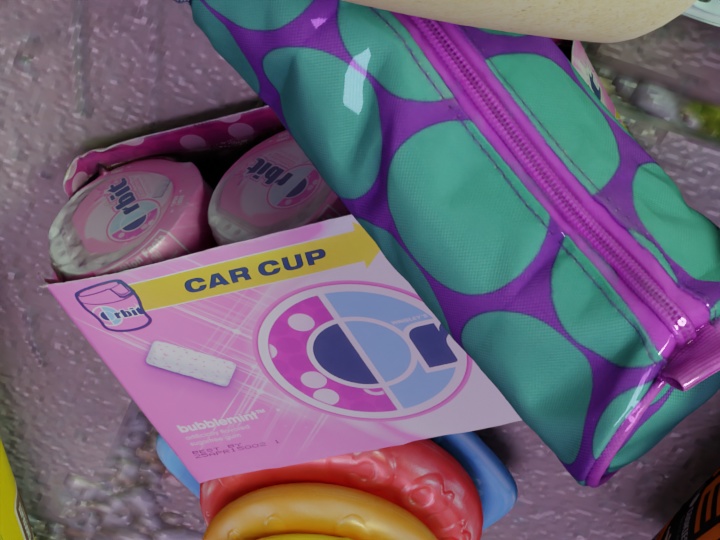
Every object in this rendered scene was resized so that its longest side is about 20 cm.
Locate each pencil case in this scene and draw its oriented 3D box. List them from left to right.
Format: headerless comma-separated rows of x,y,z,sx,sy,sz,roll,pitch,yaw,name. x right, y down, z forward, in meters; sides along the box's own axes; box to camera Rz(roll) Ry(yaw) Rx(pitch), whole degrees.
0.035,-0.036,0.870,0.200,0.085,0.092,50,165,11,pencil case

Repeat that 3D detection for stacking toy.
-0.017,0.139,1.063,0.116,0.200,0.110,-22,130,30,stacking toy

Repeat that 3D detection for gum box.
0.000,0.000,1.004,0.200,0.066,0.114,-13,135,23,gum box

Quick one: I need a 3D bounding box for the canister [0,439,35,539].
-0.203,0.087,1.129,0.148,0.087,0.200,1,140,10,canister

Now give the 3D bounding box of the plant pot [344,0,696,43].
0.012,-0.144,0.772,0.200,0.188,0.187,28,137,-32,plant pot

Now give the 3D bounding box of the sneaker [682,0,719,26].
0.147,-0.073,0.895,0.118,0.074,0.201,6,140,12,sneaker

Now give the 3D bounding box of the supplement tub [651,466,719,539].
0.178,0.104,1.046,0.122,0.123,0.200,22,137,-14,supplement tub
